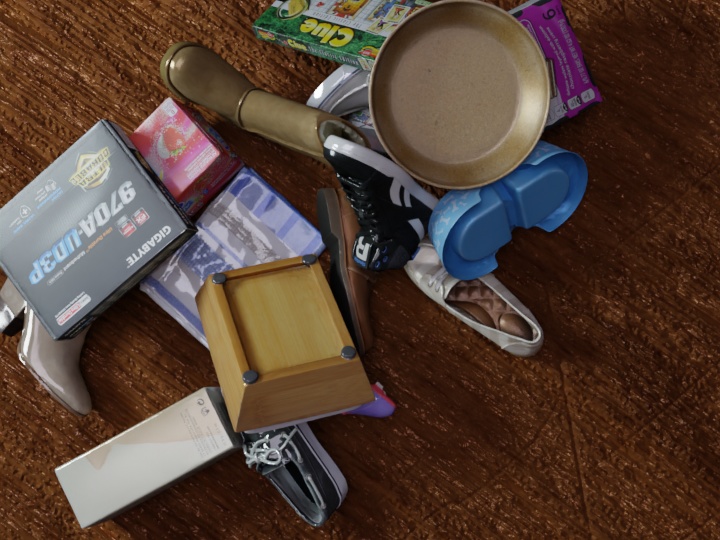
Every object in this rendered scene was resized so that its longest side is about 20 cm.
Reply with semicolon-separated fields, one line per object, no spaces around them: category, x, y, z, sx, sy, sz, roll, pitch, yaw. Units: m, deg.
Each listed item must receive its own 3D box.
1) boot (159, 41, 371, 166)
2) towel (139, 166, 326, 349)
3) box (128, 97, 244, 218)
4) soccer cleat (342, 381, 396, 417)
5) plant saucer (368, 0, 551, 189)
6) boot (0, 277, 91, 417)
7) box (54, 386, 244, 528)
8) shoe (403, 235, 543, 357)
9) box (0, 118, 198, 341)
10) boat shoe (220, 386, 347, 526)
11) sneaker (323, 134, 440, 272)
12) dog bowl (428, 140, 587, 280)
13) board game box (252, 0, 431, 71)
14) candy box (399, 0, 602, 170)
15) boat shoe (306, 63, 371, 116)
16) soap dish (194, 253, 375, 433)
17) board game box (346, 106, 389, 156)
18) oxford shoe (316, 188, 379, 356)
boot;-0.104;-0.183;1.230;0.200;0.175;0.066;27;92;41
towel;-0.152;-0.008;1.327;0.147;0.024;0.200;42;90;8
box;-0.246;-0.095;1.300;0.200;0.100;0.096;-44;81;6
soccer cleat;-0.056;0.134;1.279;0.199;0.067;0.077;24;76;13
plant saucer;0.105;-0.189;1.196;0.199;0.035;0.201;-1;98;-8
boot;-0.345;0.054;1.321;0.146;0.070;0.200;-44;82;-1
box;-0.238;0.215;1.281;0.199;0.095;0.078;-28;82;2
shoe;0.130;0.025;1.277;0.200;0.053;0.070;37;89;8
box;-0.305;-0.044;1.235;0.200;0.046;0.159;-39;83;8
boat shoe;-0.097;0.203;1.254;0.073;0.068;0.200;-27;102;36
sneaker;0.013;-0.060;1.204;0.073;0.200;0.112;26;88;41
dog bowl;0.162;-0.073;1.249;0.200;0.112;0.050;-33;48;-10
board game box;-0.021;-0.286;1.273;0.200;0.023;0.105;23;65;34
candy box;0.154;-0.208;1.251;0.199;0.061;0.137;-28;102;-4
boat shoe;0.031;-0.221;1.286;0.200;0.071;0.070;-34;79;-4
soap dish;-0.087;0.074;1.224;0.157;0.081;0.200;-11;48;-15
board game box;0.085;-0.179;1.317;0.199;0.023;0.105;12;84;8
oxford shoe;0.000;0.000;1.290;0.071;0.071;0.201;-7;88;-18
